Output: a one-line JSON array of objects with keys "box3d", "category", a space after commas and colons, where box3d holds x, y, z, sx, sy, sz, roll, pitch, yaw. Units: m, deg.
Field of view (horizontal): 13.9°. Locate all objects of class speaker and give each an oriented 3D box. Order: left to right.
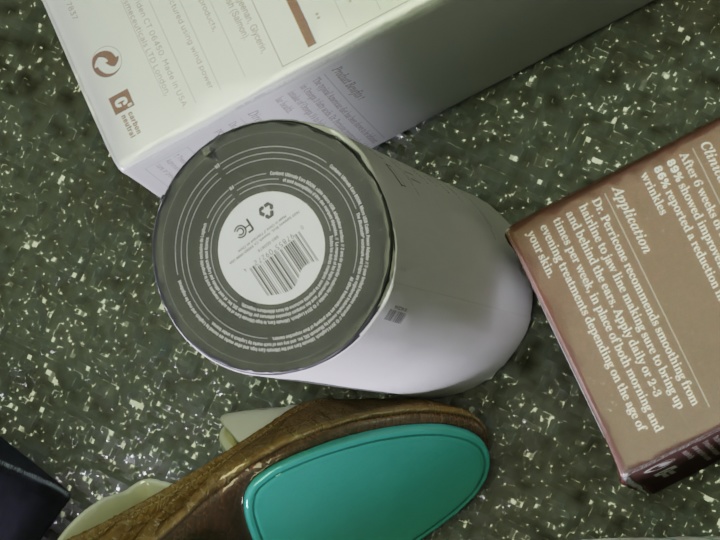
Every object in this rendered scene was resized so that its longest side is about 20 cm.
[{"box3d": [0.000, 0.000, 0.995, 0.081, 0.200, 0.082, -1, 86, 15], "category": "speaker"}]

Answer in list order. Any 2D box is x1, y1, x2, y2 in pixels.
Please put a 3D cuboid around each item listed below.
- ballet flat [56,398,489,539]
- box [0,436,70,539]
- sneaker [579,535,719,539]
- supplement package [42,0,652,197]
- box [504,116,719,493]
[{"box3d": [-0.052, 0.090, 1.054, 0.199, 0.068, 0.072, -30, 37, -14], "category": "ballet flat"}, {"box3d": [-0.247, 0.098, 1.058, 0.196, 0.117, 0.200, 35, 90, 28], "category": "box"}, {"box3d": [0.127, 0.124, 1.009, 0.199, 0.080, 0.071, -1, 79, 11], "category": "sneaker"}, {"box3d": [-0.006, -0.118, 1.057, 0.199, 0.117, 0.118, -27, 74, 7], "category": "supplement package"}, {"box3d": [0.162, -0.012, 1.027, 0.199, 0.075, 0.101, -27, 76, 9], "category": "box"}]
